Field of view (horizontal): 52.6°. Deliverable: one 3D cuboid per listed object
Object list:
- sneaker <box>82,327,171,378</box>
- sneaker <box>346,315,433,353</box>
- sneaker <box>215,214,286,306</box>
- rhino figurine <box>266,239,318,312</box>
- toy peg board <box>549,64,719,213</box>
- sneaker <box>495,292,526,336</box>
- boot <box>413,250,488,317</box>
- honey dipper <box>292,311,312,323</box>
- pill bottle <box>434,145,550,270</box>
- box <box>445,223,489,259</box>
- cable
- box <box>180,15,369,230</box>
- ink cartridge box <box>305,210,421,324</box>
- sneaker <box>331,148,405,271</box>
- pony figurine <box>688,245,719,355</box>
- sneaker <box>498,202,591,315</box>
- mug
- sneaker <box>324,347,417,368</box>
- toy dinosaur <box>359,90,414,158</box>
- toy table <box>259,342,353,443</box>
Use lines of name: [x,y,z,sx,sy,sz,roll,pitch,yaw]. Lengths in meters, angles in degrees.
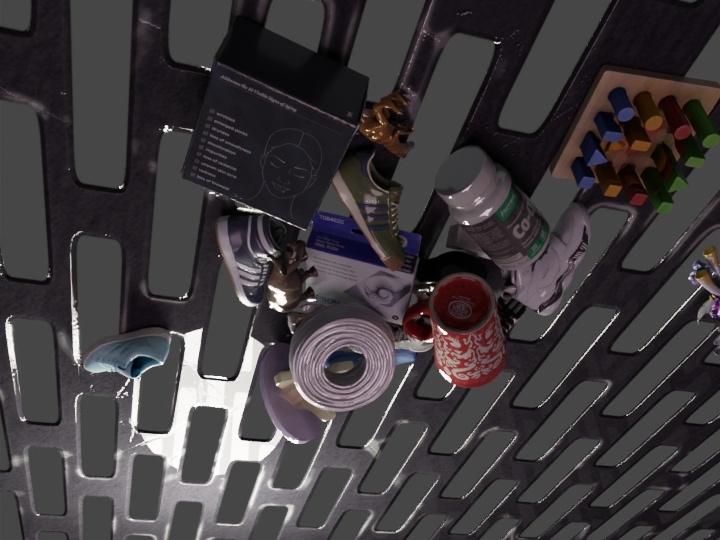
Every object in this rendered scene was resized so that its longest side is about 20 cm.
sneaker: [-0.465,0.174,1.424,0.196,0.083,0.074,-20,136,17]
sneaker: [0.071,0.114,1.396,0.196,0.077,0.115,0,165,-20]
sneaker: [-0.170,-0.016,1.250,0.106,0.071,0.202,-8,136,6]
rhino figurine: [-0.117,0.008,1.207,0.087,0.060,0.201,-32,160,-20]
toy peg board: [0.423,-0.185,1.101,0.194,0.099,0.202,5,137,-12]
sneaker: [0.235,0.132,1.399,0.199,0.076,0.116,-34,163,-31]
boot: [0.168,0.043,1.332,0.197,0.070,0.175,5,148,37]
honey dipper: [-0.043,0.077,1.397,0.196,0.039,0.038,-13,139,12]
pill bottle: [0.209,-0.098,1.160,0.112,0.115,0.199,-30,130,26]
box: [0.246,-0.038,1.282,0.196,0.042,0.039,13,172,-21]
cable: [-0.030,0.155,1.302,0.195,0.069,0.204,-5,115,-10]
box: [-0.117,-0.194,0.990,0.197,0.125,0.198,22,135,-11]
ink cartridge box: [0.000,0.000,1.265,0.195,0.041,0.202,13,138,8]
sneaker: [0.035,-0.099,1.146,0.089,0.067,0.202,-30,108,13]
pony figurine: [0.708,0.043,1.367,0.192,0.168,0.199,-39,114,24]
sneaker: [0.310,-0.027,1.238,0.113,0.075,0.204,14,105,-23]
mug: [0.158,0.103,1.221,0.174,0.136,0.201,-13,150,6]
sneaker: [0.023,0.196,1.494,0.196,0.091,0.079,-13,140,9]
toy dinosaur: [0.015,-0.217,1.051,0.198,0.061,0.106,27,131,-31]
toy table: [-0.110,0.219,1.420,0.182,0.203,0.117,-17,165,-46]
